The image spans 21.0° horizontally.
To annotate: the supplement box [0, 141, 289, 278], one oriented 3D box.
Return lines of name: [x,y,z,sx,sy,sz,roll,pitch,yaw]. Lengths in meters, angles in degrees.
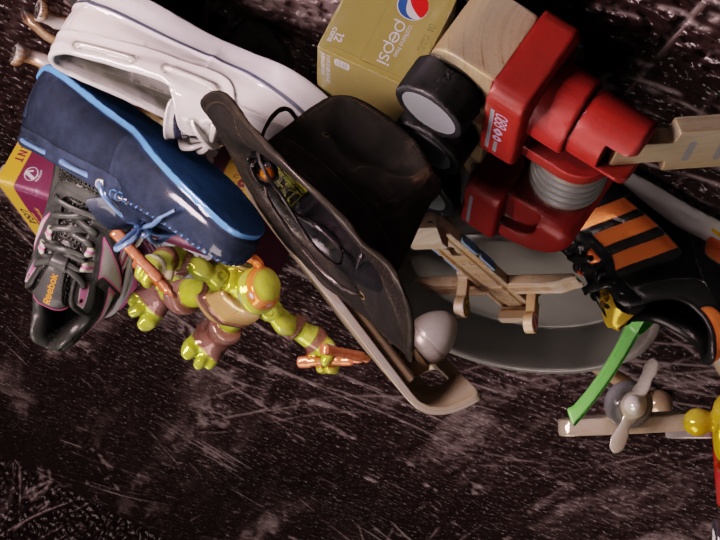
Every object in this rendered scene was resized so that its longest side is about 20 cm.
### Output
supplement box: [-0.144,-0.068,1.431,0.199,0.132,0.103,18,158,20]

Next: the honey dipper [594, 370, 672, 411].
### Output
honey dipper: [0.167,0.065,1.527,0.199,0.038,0.038,32,160,-22]

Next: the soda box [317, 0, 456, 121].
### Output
soda box: [0.013,-0.109,1.215,0.064,0.068,0.200,24,161,8]

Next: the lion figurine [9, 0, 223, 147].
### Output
lion figurine: [-0.166,-0.140,1.353,0.122,0.073,0.200,11,-159,-26]

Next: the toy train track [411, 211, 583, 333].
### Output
toy train track: [0.074,0.009,1.269,0.114,0.033,0.200,-2,162,24]

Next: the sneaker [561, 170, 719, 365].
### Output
sneaker: [0.161,-0.012,1.244,0.199,0.090,0.070,26,161,0]

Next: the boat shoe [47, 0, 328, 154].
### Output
boat shoe: [-0.098,-0.103,1.190,0.199,0.066,0.074,27,159,12]

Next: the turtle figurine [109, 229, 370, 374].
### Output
turtle figurine: [-0.098,0.016,1.313,0.199,0.065,0.161,25,160,-23]

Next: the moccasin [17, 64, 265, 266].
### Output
moccasin: [-0.137,-0.054,1.211,0.200,0.068,0.080,40,-166,34]

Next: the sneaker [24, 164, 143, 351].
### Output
sneaker: [-0.189,-0.014,1.330,0.080,0.087,0.201,23,140,13]

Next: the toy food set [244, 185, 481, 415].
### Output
toy food set: [0.000,0.000,1.301,0.200,0.060,0.144,53,178,-17]

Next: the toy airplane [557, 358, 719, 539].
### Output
toy airplane: [0.268,0.099,1.346,0.198,0.199,0.142,17,120,46]

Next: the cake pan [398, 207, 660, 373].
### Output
cake pan: [0.116,0.013,1.381,0.199,0.037,0.201,9,152,5]

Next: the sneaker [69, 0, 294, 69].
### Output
sneaker: [-0.134,-0.178,1.240,0.199,0.060,0.104,27,164,5]

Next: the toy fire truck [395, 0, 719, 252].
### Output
toy fire truck: [0.134,-0.074,1.110,0.199,0.129,0.176,33,163,11]

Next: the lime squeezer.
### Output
lime squeezer: [0.222,0.034,1.292,0.199,0.071,0.038,-20,148,6]

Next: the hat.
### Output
hat: [-0.003,-0.044,1.102,0.201,0.081,0.201,50,170,12]

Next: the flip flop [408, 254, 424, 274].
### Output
flip flop: [0.024,-0.021,1.442,0.081,0.058,0.200,-22,147,10]
